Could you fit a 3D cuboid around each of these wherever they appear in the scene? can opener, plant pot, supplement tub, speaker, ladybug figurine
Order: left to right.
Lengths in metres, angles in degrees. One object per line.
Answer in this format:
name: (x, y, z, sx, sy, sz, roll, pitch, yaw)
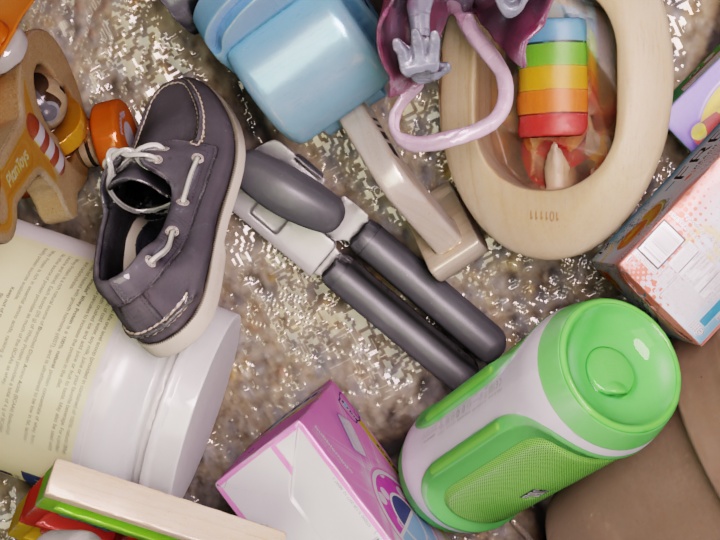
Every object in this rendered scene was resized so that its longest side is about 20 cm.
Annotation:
supplement tub: (-0.184, 0.052, 0.839, 0.199, 0.145, 0.146, 19, 102, 3)
can opener: (0.000, 0.000, 0.848, 0.200, 0.067, 0.053, 40, 103, -2)
speaker: (0.093, 0.087, 0.790, 0.088, 0.089, 0.200, 40, 147, -2)
ladybug figurine: (0.114, -0.107, 0.802, 0.135, 0.072, 0.202, 5, 93, 25)
plant pot: (0.206, 0.135, 0.807, 0.174, 0.200, 0.200, -39, 95, 31)

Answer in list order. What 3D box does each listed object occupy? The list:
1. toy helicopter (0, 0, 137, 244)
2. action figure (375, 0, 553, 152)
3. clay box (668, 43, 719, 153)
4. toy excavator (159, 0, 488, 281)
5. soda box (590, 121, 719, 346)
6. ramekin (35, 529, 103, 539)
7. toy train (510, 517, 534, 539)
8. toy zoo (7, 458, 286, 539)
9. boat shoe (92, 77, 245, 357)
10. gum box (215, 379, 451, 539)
toy helicopter: (-0.191, -0.080, 0.786, 0.078, 0.200, 0.133, -11, 117, 9)
action figure: (0.057, -0.185, 0.760, 0.133, 0.201, 0.150, -10, 131, -1)
clay box: (0.279, -0.060, 0.816, 0.200, 0.048, 0.115, 44, 102, -2)
toy excavator: (-0.012, -0.098, 0.806, 0.100, 0.194, 0.201, -32, 68, 11)
soda box: (0.216, -0.054, 0.748, 0.064, 0.068, 0.200, 44, 90, -4)
ramekin: (-0.120, 0.239, 0.734, 0.104, 0.200, 0.202, 2, 101, 6)
toy train: (0.142, 0.255, 0.856, 0.084, 0.116, 0.201, -33, 96, 11)
toy zoo: (-0.133, 0.155, 0.820, 0.130, 0.200, 0.021, 21, 66, -14)
boat shoe: (-0.112, -0.048, 0.792, 0.072, 0.201, 0.063, -24, 134, 24)
gum box: (0.009, 0.174, 0.850, 0.066, 0.113, 0.200, -37, 90, 11)
